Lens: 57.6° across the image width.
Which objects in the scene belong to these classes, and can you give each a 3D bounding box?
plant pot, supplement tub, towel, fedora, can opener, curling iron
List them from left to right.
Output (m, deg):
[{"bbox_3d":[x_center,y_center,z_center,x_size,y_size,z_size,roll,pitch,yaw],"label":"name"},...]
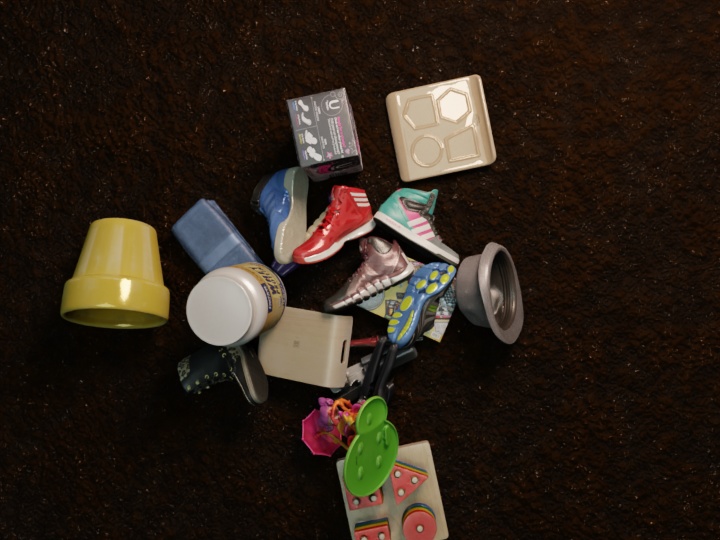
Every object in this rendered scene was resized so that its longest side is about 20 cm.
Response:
[{"bbox_3d":[-0.481,0.006,1.307,0.199,0.201,0.190,-2,74,3],"label":"plant pot"},{"bbox_3d":[-0.294,-0.043,1.360,0.111,0.049,0.200,-39,89,6],"label":"towel"},{"bbox_3d":[-0.230,0.063,1.233,0.143,0.200,0.146,1,95,9],"label":"supplement tub"},{"bbox_3d":[0.025,0.204,1.351,0.199,0.053,0.067,-29,123,4],"label":"can opener"},{"bbox_3d":[0.029,0.135,1.340,0.198,0.026,0.050,1,86,13],"label":"curling iron"},{"bbox_3d":[0.033,0.212,1.295,0.063,0.079,0.201,21,126,20],"label":"can opener"},{"bbox_3d":[0.248,0.046,1.297,0.090,0.177,0.201,-5,119,34],"label":"fedora"}]

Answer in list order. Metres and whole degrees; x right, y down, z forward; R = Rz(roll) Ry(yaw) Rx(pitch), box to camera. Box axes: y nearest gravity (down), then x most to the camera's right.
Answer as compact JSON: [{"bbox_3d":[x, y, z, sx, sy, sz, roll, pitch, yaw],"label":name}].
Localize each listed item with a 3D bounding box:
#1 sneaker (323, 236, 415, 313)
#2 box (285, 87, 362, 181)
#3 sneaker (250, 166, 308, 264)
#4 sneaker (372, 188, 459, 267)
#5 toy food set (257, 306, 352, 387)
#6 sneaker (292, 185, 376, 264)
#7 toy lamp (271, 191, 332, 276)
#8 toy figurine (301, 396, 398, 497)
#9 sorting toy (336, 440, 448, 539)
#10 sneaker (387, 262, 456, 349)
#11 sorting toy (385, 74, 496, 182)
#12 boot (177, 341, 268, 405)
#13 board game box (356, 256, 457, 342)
[{"bbox_3d":[0.000,0.000,1.306,0.199,0.076,0.116,-25,83,-8],"label":"sneaker"},{"bbox_3d":[-0.062,-0.256,1.273,0.114,0.200,0.133,-12,90,4],"label":"box"},{"bbox_3d":[-0.171,-0.107,1.319,0.111,0.077,0.201,-4,76,33],"label":"sneaker"},{"bbox_3d":[0.136,-0.101,1.326,0.199,0.084,0.121,32,84,-12],"label":"sneaker"},{"bbox_3d":[-0.119,0.150,1.339,0.199,0.060,0.145,8,91,20],"label":"toy food set"},{"bbox_3d":[-0.064,-0.101,1.283,0.200,0.078,0.116,-34,122,-32],"label":"sneaker"},{"bbox_3d":[-0.107,-0.072,1.348,0.058,0.058,0.200,40,90,2],"label":"toy lamp"},{"bbox_3d":[-0.041,0.313,1.288,0.183,0.150,0.201,15,114,42],"label":"toy figurine"},{"bbox_3d":[0.065,0.471,1.332,0.197,0.070,0.201,-12,89,3],"label":"sorting toy"},{"bbox_3d":[0.121,0.068,1.298,0.071,0.083,0.200,26,75,29],"label":"sneaker"},{"bbox_3d":[0.164,-0.290,1.348,0.199,0.036,0.187,-11,89,7],"label":"sorting toy"},{"bbox_3d":[-0.277,0.215,1.317,0.153,0.074,0.204,-35,52,6],"label":"boot"},{"bbox_3d":[0.098,0.046,1.348,0.199,0.035,0.136,24,91,3],"label":"board game box"}]
